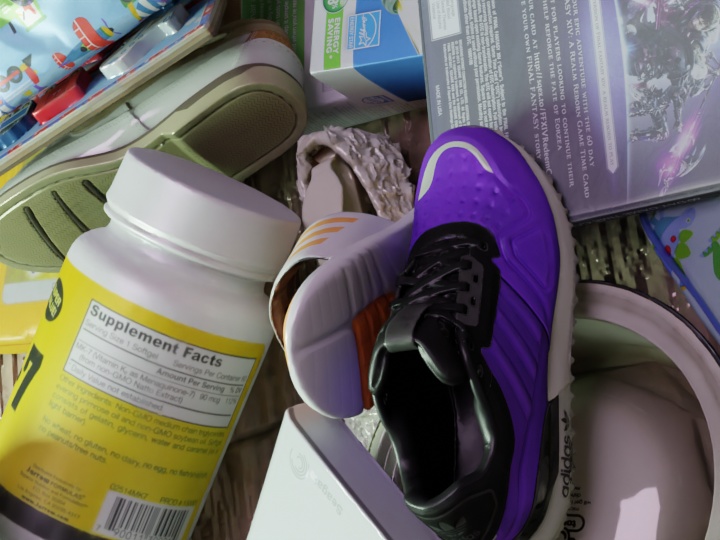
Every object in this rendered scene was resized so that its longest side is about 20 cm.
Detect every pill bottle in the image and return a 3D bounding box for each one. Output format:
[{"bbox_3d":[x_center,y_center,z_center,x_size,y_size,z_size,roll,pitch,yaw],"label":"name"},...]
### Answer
[{"bbox_3d":[-0.110,0.048,1.265,0.114,0.114,0.200,29,100,38],"label":"pill bottle"}]

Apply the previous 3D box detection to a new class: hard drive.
[{"bbox_3d":[-0.016,0.178,1.160,0.132,0.026,0.200,48,135,37],"label":"hard drive"}]

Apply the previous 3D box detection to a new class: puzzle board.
[{"bbox_3d":[-0.148,-0.115,1.351,0.200,0.017,0.151,-30,24,22],"label":"puzzle board"}]

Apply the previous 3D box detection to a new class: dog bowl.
[{"bbox_3d":[0.100,0.110,1.149,0.200,0.074,0.201,-12,65,28],"label":"dog bowl"}]

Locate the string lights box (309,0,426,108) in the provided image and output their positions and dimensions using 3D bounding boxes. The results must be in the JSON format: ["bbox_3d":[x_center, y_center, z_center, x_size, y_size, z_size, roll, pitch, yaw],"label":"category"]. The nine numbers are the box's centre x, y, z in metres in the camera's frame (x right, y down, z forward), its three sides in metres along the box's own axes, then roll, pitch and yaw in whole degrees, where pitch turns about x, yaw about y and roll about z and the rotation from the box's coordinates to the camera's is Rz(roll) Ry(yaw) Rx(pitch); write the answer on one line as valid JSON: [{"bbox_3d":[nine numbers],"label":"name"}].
[{"bbox_3d":[0.077,-0.148,1.233,0.200,0.059,0.103,-7,71,31],"label":"string lights box"}]

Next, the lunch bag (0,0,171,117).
[{"bbox_3d":[-0.136,-0.183,1.346,0.150,0.200,0.094,-32,102,26],"label":"lunch bag"}]

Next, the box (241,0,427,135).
[{"bbox_3d":[0.025,-0.155,1.330,0.200,0.036,0.145,-12,65,28],"label":"box"}]

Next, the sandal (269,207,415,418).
[{"bbox_3d":[0.001,0.008,1.187,0.059,0.207,0.079,8,112,24],"label":"sandal"}]

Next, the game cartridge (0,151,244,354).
[{"bbox_3d":[-0.153,-0.042,1.404,0.200,0.032,0.177,-5,69,30],"label":"game cartridge"}]

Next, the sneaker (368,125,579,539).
[{"bbox_3d":[0.044,0.024,1.101,0.069,0.099,0.201,-16,69,33],"label":"sneaker"}]

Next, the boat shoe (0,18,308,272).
[{"bbox_3d":[-0.114,-0.065,1.331,0.200,0.075,0.068,-25,41,19],"label":"boat shoe"}]

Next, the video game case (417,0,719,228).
[{"bbox_3d":[0.116,-0.096,1.140,0.200,0.019,0.143,-12,77,34],"label":"video game case"}]

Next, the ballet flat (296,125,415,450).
[{"bbox_3d":[0.000,0.014,1.260,0.072,0.072,0.200,-26,60,23],"label":"ballet flat"}]

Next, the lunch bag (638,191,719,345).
[{"bbox_3d":[0.235,-0.032,1.111,0.200,0.082,0.161,-42,53,12],"label":"lunch bag"}]
